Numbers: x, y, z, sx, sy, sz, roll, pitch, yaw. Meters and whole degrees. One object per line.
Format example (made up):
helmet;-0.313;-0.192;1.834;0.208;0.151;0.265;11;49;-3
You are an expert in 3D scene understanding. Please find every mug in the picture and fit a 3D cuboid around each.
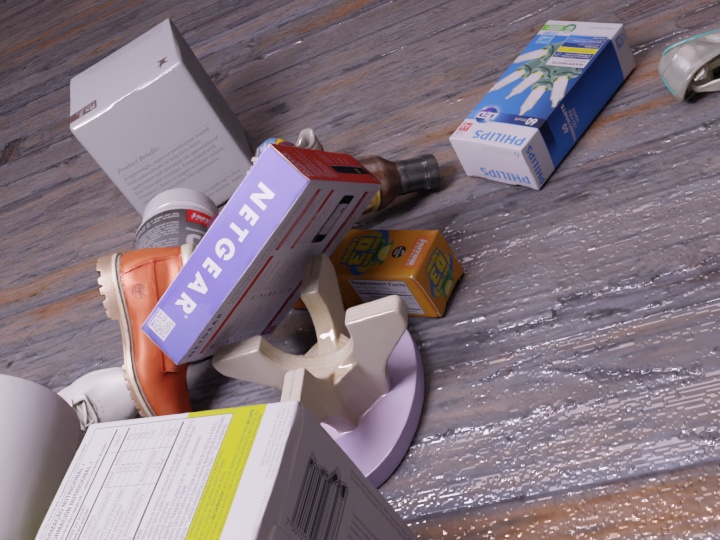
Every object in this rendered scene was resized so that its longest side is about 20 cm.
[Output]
mug;-0.329;0.205;0.795;0.187;0.148;0.154;-53;31;37

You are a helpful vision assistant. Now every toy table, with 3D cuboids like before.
toy table;-0.025;0.086;0.820;0.182;0.117;0.201;-24;38;13

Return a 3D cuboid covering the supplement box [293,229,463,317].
supplement box;0.000;0.000;0.940;0.198;0.069;0.067;3;51;37

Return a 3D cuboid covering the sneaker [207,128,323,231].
sneaker;-0.110;-0.100;1.062;0.074;0.091;0.200;-3;20;36

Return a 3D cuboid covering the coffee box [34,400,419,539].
coffee box;-0.099;0.234;0.637;0.196;0.200;0.201;-11;42;29

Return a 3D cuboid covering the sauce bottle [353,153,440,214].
sauce bottle;-0.011;-0.090;1.001;0.198;0.065;0.065;-14;34;-14

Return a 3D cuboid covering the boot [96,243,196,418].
boot;-0.182;0.072;0.918;0.106;0.202;0.075;-14;6;-2

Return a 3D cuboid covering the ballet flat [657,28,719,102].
ballet flat;0.394;-0.223;0.910;0.199;0.067;0.064;-25;64;14

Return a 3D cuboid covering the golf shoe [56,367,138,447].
golf shoe;-0.307;0.162;0.931;0.199;0.076;0.092;-29;3;-3

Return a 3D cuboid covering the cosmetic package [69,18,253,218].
cosmetic package;-0.260;-0.188;1.237;0.164;0.201;0.165;-30;36;4

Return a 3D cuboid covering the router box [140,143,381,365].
router box;-0.082;-0.017;0.837;0.049;0.179;0.201;41;105;13

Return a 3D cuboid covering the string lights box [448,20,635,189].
string lights box;0.198;-0.182;1.000;0.102;0.059;0.200;18;60;45

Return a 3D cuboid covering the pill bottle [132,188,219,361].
pill bottle;-0.203;-0.002;1.055;0.113;0.114;0.201;-26;37;10
